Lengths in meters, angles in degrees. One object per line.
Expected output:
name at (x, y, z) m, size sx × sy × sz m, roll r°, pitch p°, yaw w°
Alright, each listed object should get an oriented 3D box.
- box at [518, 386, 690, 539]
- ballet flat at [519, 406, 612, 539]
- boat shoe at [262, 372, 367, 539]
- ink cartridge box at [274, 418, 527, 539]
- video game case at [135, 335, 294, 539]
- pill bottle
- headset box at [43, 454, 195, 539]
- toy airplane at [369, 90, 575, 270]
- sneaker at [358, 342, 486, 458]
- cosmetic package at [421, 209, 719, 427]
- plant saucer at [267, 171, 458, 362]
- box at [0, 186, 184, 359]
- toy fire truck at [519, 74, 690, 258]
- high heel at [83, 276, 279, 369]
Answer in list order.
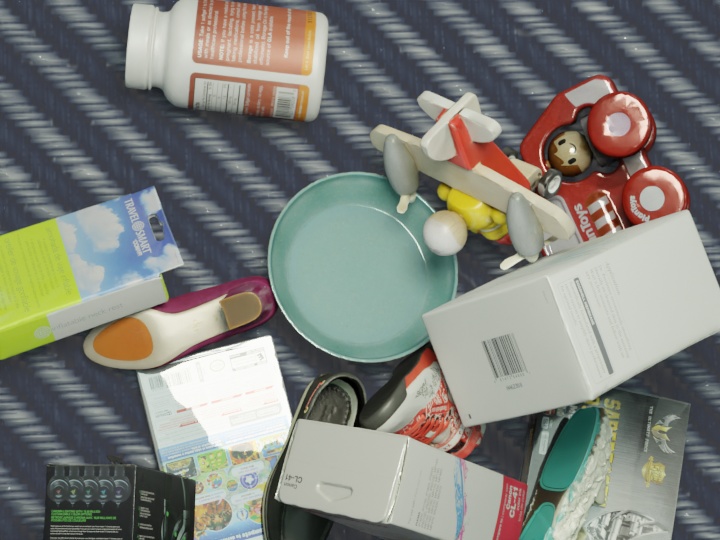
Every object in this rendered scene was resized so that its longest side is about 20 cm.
box at (0.240, 0.218, 1.761) m, size 0.157 × 0.048 × 0.202 m, roll 12°, pitch 79°, yaw -3°
ballet flat at (0.202, 0.232, 1.705) m, size 0.071 × 0.072 × 0.201 m, roll 27°, pitch 80°, yaw -1°
boat shoe at (-0.045, 0.196, 1.711) m, size 0.073 × 0.063 × 0.203 m, roll 20°, pitch 73°, yaw -15°
ink cartridge box at (0.042, 0.211, 1.644) m, size 0.199 × 0.147 × 0.086 m, roll 29°, pitch 71°, yaw -46°
video game case at (-0.133, 0.179, 1.743) m, size 0.142 × 0.018 × 0.202 m, roll -13°, pitch 81°, yaw -9°
pill bottle at (-0.136, -0.217, 1.769) m, size 0.198 × 0.112 × 0.113 m, roll 7°, pitch 79°, yaw -5°
headset box at (-0.224, 0.274, 1.626) m, size 0.092 × 0.174 × 0.202 m, roll -1°, pitch 80°, yaw 13°
toy airplane at (0.104, -0.082, 1.702) m, size 0.198 × 0.200 × 0.142 m, roll 33°, pitch 86°, yaw -9°
sneaker at (0.068, 0.143, 1.689) m, size 0.067 × 0.201 × 0.108 m, roll -38°, pitch 91°, yaw 18°
cosmetic package at (0.203, 0.046, 1.652) m, size 0.199 × 0.199 × 0.124 m, roll -22°, pitch 91°, yaw -35°
plant saucer at (0.000, 0.000, 1.771) m, size 0.198 × 0.036 × 0.202 m, roll 4°, pitch 72°, yaw -13°
box at (-0.280, 0.000, 1.720) m, size 0.198 × 0.048 × 0.122 m, roll -19°, pitch 50°, yaw -9°
toy fire truck at (0.241, -0.089, 1.797) m, size 0.167 × 0.112 × 0.201 m, roll -26°, pitch 85°, yaw 11°
high heel at (-0.178, 0.050, 1.757) m, size 0.198 × 0.096 × 0.068 m, roll -21°, pitch 92°, yaw 12°
